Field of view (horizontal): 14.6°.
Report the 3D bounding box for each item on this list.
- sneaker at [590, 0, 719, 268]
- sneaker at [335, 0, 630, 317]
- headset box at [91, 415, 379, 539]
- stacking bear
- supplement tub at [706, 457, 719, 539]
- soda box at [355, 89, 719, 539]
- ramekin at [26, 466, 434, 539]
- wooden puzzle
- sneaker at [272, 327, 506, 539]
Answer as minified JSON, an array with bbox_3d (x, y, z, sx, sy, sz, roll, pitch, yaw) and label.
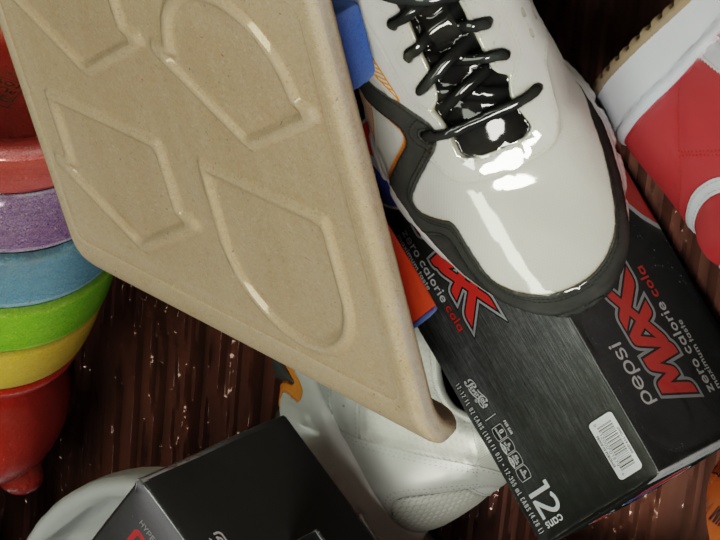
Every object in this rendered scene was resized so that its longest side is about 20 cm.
[{"bbox_3d":[0.151,-0.056,0.829,0.113,0.071,0.200,59,149,11],"label":"sneaker"},{"bbox_3d":[0.021,-0.074,0.863,0.074,0.080,0.201,-28,91,5],"label":"sneaker"},{"bbox_3d":[-0.043,0.160,0.957,0.149,0.077,0.200,53,133,15],"label":"headset box"},{"bbox_3d":[-0.147,0.001,1.102,0.121,0.114,0.201,18,129,9],"label":"stacking bear"},{"bbox_3d":[0.197,0.040,0.791,0.200,0.122,0.123,-43,75,38],"label":"supplement tub"},{"bbox_3d":[0.050,-0.015,0.944,0.063,0.071,0.201,-37,79,44],"label":"soda box"},{"bbox_3d":[-0.037,0.161,1.068,0.202,0.094,0.203,16,115,37],"label":"ramekin"},{"bbox_3d":[-0.048,-0.053,0.900,0.185,0.046,0.201,26,146,43],"label":"wooden puzzle"},{"bbox_3d":[0.000,0.000,1.008,0.092,0.076,0.201,-30,80,21],"label":"sneaker"}]
